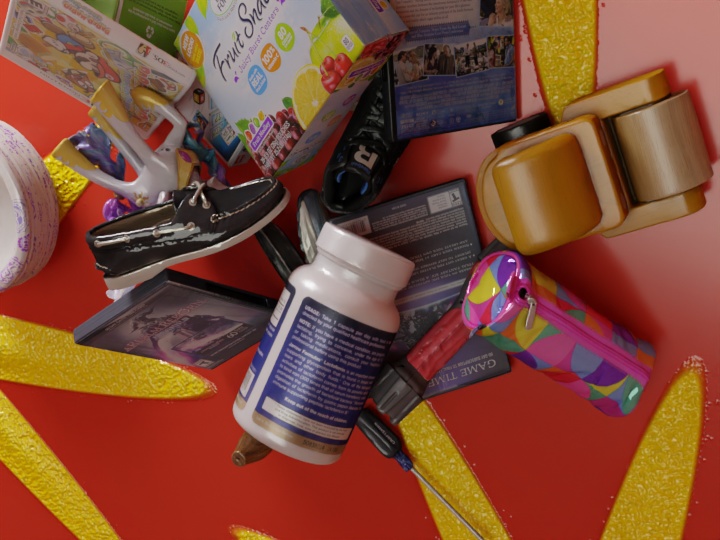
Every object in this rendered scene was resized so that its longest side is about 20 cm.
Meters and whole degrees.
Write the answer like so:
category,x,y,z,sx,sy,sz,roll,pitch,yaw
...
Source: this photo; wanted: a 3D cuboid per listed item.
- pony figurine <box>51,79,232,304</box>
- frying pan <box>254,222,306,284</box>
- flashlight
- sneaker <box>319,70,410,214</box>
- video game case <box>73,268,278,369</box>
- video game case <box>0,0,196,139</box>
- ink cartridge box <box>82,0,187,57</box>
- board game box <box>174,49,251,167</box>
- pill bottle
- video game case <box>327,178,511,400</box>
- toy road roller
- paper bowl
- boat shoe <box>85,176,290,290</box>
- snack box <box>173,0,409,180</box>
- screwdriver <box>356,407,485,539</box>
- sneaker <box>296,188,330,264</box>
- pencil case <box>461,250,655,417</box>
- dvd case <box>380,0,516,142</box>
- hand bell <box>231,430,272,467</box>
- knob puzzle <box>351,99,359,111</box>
category,x,y,z,sx,sy,sz,roll,pitch,yaw
pony figurine,-0.209,-0.080,1.057,0.200,0.168,0.192,42,133,-12
frying pan,-0.060,0.013,1.067,0.190,0.031,0.116,46,167,45
flashlight,0.087,0.061,1.006,0.200,0.068,0.068,-46,40,-2
sneaker,0.024,-0.134,0.975,0.072,0.112,0.202,26,124,-2
video game case,-0.178,0.056,1.100,0.142,0.199,0.019,-30,63,28
video game case,-0.269,-0.208,1.048,0.180,0.023,0.199,30,161,-17
ink cartridge box,-0.288,-0.277,1.026,0.145,0.199,0.077,14,93,28
board game box,-0.119,-0.222,1.057,0.126,0.034,0.201,47,124,14
pill bottle,-0.031,0.066,0.974,0.114,0.116,0.203,26,96,14
video game case,0.061,0.026,1.043,0.140,0.019,0.204,-16,101,-4
toy road roller,0.196,-0.081,0.913,0.197,0.146,0.125,-17,99,28
paper bowl,-0.439,-0.078,1.227,0.197,0.104,0.205,7,108,22
boat shoe,-0.162,-0.048,0.974,0.197,0.074,0.061,-21,114,12
snack box,-0.070,-0.210,0.940,0.170,0.067,0.200,54,138,8
screwdriver,0.065,0.227,1.133,0.200,0.029,0.028,47,119,10
sneaker,0.000,0.000,1.078,0.085,0.078,0.203,-25,104,7
pencil case,0.181,0.059,0.952,0.198,0.089,0.088,30,121,-26
dvd case,0.078,-0.226,0.937,0.017,0.140,0.204,24,122,58
hand bell,-0.076,0.149,1.079,0.102,0.200,0.106,7,109,22
knob puzzle,0.025,-0.238,1.008,0.215,0.030,0.224,7,109,22
